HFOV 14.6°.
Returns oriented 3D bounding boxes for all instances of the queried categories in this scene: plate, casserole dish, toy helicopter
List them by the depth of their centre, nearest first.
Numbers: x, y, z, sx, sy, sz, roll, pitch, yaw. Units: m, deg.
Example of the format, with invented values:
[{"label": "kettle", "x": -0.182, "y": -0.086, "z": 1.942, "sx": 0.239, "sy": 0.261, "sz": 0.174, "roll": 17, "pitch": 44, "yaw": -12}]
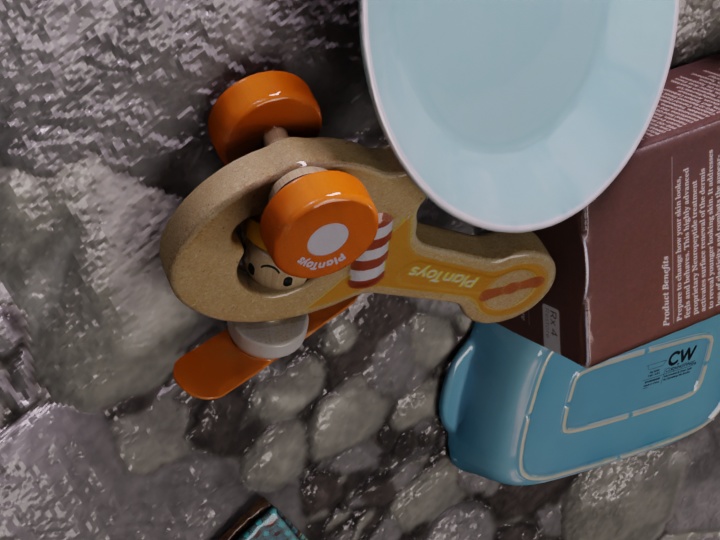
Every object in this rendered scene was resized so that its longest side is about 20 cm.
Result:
[{"label": "plate", "x": 0.063, "y": -0.116, "z": 1.178, "sx": 0.200, "sy": 0.026, "sz": 0.201, "roll": -9, "pitch": 103, "yaw": -45}, {"label": "toy helicopter", "x": 0.000, "y": 0.000, "z": 1.200, "sx": 0.200, "sy": 0.079, "sz": 0.132, "roll": 10, "pitch": 128, "yaw": -40}, {"label": "casserole dish", "x": 0.126, "y": 0.047, "z": 1.391, "sx": 0.200, "sy": 0.039, "sz": 0.121, "roll": -14, "pitch": 128, "yaw": -38}]

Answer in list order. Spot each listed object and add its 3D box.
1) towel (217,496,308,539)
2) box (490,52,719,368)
[{"label": "towel", "x": -0.052, "y": 0.208, "z": 1.356, "sx": 0.147, "sy": 0.022, "sz": 0.200, "roll": -46, "pitch": 140, "yaw": -8}, {"label": "box", "x": 0.157, "y": -0.037, "z": 1.317, "sx": 0.200, "sy": 0.075, "sz": 0.100, "roll": -20, "pitch": 119, "yaw": -34}]
